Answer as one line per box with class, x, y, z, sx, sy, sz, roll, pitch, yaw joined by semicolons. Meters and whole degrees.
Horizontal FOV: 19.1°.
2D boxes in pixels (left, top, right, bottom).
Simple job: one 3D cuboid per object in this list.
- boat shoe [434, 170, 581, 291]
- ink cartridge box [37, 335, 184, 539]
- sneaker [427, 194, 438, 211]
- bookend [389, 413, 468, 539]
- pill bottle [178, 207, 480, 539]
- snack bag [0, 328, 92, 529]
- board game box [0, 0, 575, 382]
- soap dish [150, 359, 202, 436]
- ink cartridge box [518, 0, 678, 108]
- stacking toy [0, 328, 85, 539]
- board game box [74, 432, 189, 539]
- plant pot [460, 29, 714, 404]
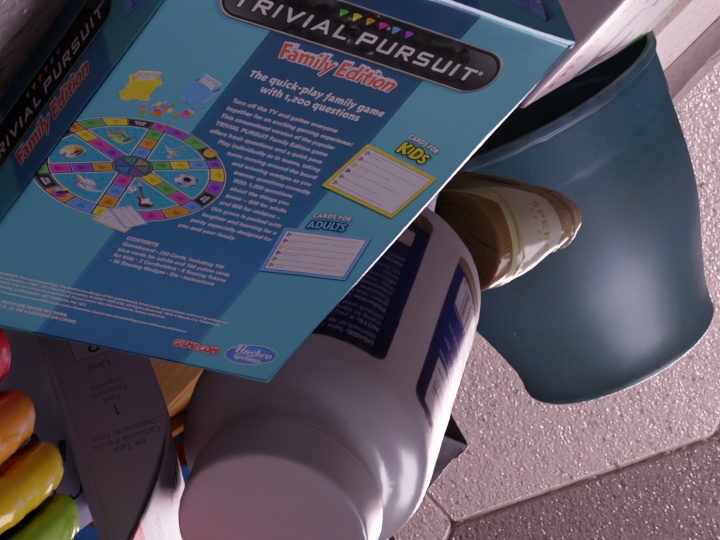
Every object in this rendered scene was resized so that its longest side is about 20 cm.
boat shoe;0.038;-0.026;1.174;0.063;0.074;0.200;-16;-171;-30
ink cartridge box;-0.085;0.134;0.941;0.050;0.201;0.161;-19;143;-11
sneaker;0.000;0.000;1.112;0.099;0.077;0.202;-30;133;-74
bookend;0.000;0.162;1.393;0.092;0.199;0.200;24;114;-38
pill bottle;-0.015;0.056;0.957;0.111;0.111;0.200;-47;-169;32
snack bag;-0.177;0.088;0.973;0.200;0.021;0.189;-37;147;-34
board game box;-0.045;-0.048;0.759;0.150;0.047;0.200;14;133;-36
soap dish;-0.097;0.030;1.146;0.157;0.081;0.200;-46;174;23
ink cartridge box;0.140;-0.183;1.191;0.146;0.084;0.200;-47;173;31
stacking toy;-0.142;0.110;0.828;0.110;0.201;0.116;-39;-172;-34
board game box;-0.060;0.088;1.287;0.195;0.056;0.200;-12;-158;27
plant pot;0.131;-0.028;1.359;0.199;0.189;0.200;-25;-163;8
